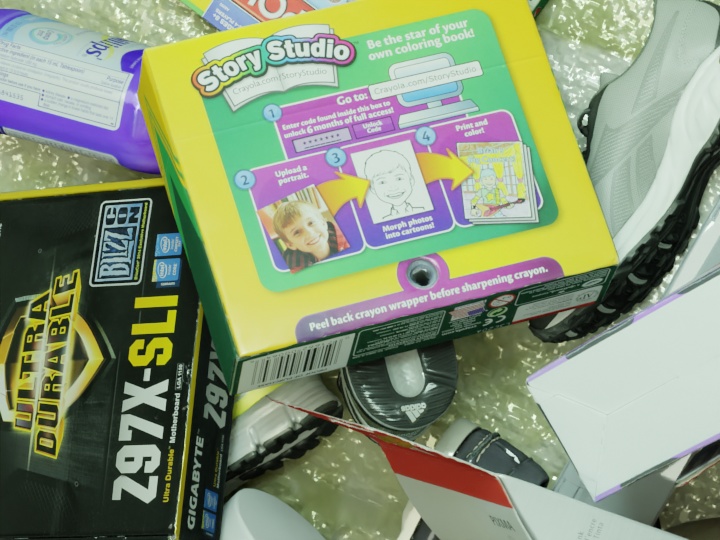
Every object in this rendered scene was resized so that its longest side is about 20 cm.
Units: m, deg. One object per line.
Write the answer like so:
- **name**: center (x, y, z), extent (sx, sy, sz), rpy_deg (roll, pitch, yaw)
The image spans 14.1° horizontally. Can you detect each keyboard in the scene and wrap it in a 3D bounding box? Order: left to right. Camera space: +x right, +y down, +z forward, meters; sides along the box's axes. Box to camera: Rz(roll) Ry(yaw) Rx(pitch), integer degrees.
- **keyboard**: center (0.168, 0.054, 1.535), extent (0.056, 0.011, 0.200), rpy_deg (30, 94, 5)

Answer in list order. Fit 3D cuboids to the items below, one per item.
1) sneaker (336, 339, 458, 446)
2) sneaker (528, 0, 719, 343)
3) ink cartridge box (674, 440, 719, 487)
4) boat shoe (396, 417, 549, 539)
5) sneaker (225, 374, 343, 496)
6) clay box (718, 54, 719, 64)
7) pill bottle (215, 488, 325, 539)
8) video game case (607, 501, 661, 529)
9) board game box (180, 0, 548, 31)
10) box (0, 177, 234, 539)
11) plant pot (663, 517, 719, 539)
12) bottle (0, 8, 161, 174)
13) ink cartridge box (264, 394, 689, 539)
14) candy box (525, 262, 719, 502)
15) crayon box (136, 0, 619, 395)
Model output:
- **sneaker**: center (0.000, 0.000, 1.537), extent (0.075, 0.115, 0.201), rpy_deg (-5, 73, -10)
- **sneaker**: center (0.142, -0.052, 1.518), extent (0.079, 0.074, 0.200), rpy_deg (32, 94, 20)
- **ink cartridge box**: center (0.256, 0.082, 1.424), extent (0.175, 0.200, 0.084), rpy_deg (-31, 86, 14)
- **boat shoe**: center (0.038, 0.180, 1.534), extent (0.063, 0.073, 0.200), rpy_deg (24, 94, 15)
- **sneaker**: center (-0.109, 0.090, 1.590), extent (0.200, 0.078, 0.090), rpy_deg (-30, 75, 10)
- **clay box**: center (0.292, -0.125, 1.452), extent (0.200, 0.048, 0.115), rpy_deg (19, 59, 13)
- **pill bottle**: center (-0.100, 0.215, 1.564), extent (0.112, 0.112, 0.200), rpy_deg (46, 105, 8)
- **video game case**: center (0.077, 0.213, 1.572), extent (0.200, 0.019, 0.143), rpy_deg (-13, 90, 16)
- **board game box**: center (-0.008, -0.162, 1.565), extent (0.200, 0.029, 0.135), rpy_deg (37, 101, 9)
- **box**: center (-0.143, 0.055, 1.551), extent (0.159, 0.049, 0.200), rpy_deg (-3, 72, 28)
- **plant pot**: center (0.192, 0.234, 1.469), extent (0.200, 0.134, 0.201), rpy_deg (0, 94, 4)
- **bottle**: center (-0.120, -0.089, 1.569), extent (0.200, 0.084, 0.065), rpy_deg (15, 106, 14)
- **ink cartridge box**: center (0.059, 0.119, 1.417), extent (0.200, 0.161, 0.050), rpy_deg (19, 86, -20)
- **candy box**: center (0.204, 0.019, 1.397), extent (0.168, 0.200, 0.072), rpy_deg (-33, 86, 41)
- **crayon box**: center (0.007, -0.048, 1.460), extent (0.200, 0.058, 0.173), rpy_deg (-14, 69, -12)
